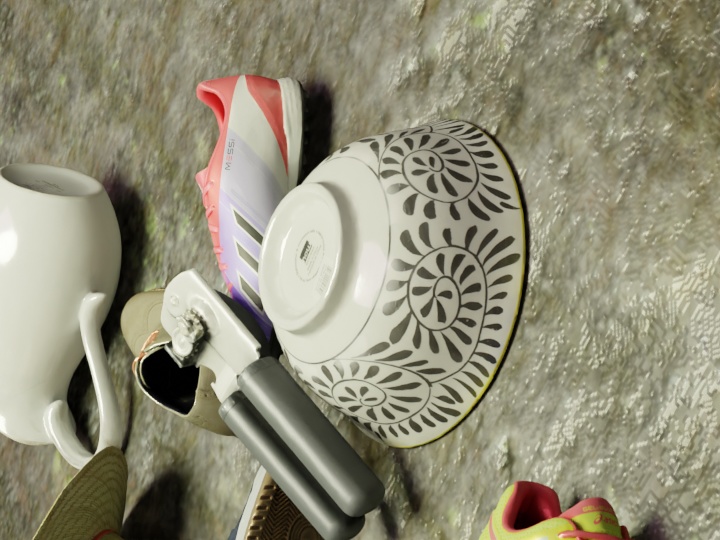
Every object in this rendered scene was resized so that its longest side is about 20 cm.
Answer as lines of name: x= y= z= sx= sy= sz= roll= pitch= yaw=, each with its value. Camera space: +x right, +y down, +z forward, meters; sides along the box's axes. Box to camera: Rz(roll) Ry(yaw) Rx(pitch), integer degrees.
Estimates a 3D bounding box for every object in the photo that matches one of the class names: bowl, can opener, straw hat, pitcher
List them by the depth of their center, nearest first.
bowl: x=0.000 y=0.000 z=1.315 sx=0.200 sy=0.094 sz=0.202 roll=-22 pitch=63 yaw=52
can opener: x=-0.053 y=0.075 z=1.338 sx=0.200 sy=0.066 sz=0.053 roll=51 pitch=130 yaw=24
straw hat: x=-0.171 y=0.227 z=1.494 sx=0.085 sy=0.201 sz=0.202 roll=24 pitch=104 yaw=11
pitcher: x=-0.226 y=0.036 z=1.629 sx=0.171 sy=0.121 sz=0.201 roll=23 pitch=111 yaw=35

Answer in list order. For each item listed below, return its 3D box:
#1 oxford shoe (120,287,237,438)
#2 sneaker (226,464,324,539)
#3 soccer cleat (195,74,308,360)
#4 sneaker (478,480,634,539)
oxford shoe: x=-0.123 y=0.054 z=1.492 sx=0.200 sy=0.073 sz=0.071 roll=29 pitch=104 yaw=55
sneaker: x=-0.078 y=0.206 z=1.385 sx=0.108 sy=0.070 sz=0.202 roll=6 pitch=88 yaw=54
soccer cleat: x=-0.075 y=-0.032 z=1.436 sx=0.068 sy=0.073 sz=0.202 roll=125 pitch=148 yaw=-69
sneaker: x=0.115 y=0.163 z=1.116 sx=0.200 sy=0.078 sz=0.091 roll=26 pitch=99 yaw=55
